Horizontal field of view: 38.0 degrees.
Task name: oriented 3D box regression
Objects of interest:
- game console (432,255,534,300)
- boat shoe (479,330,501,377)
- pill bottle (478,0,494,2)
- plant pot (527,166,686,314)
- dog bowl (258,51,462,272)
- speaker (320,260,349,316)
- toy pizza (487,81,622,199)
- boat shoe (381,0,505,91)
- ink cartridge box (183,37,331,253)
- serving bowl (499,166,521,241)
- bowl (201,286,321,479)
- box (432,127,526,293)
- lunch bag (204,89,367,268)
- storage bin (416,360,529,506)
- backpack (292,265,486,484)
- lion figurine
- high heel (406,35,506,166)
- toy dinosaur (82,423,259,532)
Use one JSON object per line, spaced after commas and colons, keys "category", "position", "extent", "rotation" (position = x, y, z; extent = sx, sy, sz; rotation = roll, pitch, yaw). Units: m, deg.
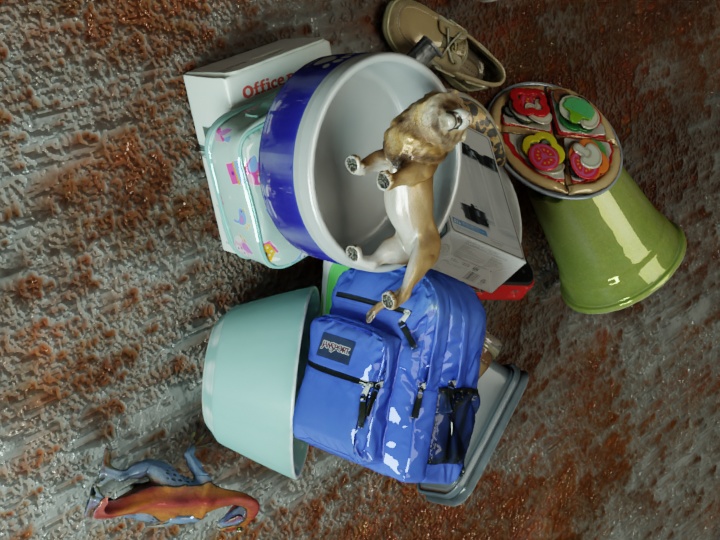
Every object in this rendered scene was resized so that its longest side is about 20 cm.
{"category": "game console", "position": [0.109, -0.046, 1.221], "extent": [0.199, 0.031, 0.178], "rotation": [3, 53, -45]}
{"category": "boat shoe", "position": [0.095, 0.113, 1.200], "extent": [0.075, 0.200, 0.072], "rotation": [29, 71, -2]}
{"category": "pill bottle", "position": [0.112, -0.409, 1.237], "extent": [0.199, 0.108, 0.110], "rotation": [34, 76, -44]}
{"category": "plant pot", "position": [0.336, -0.073, 1.501], "extent": [0.201, 0.199, 0.185], "rotation": [-50, 118, -25]}
{"category": "dog bowl", "position": [0.002, -0.103, 0.990], "extent": [0.199, 0.078, 0.203], "rotation": [-11, 106, -42]}
{"category": "speaker", "position": [-0.003, 0.058, 1.156], "extent": [0.088, 0.088, 0.203], "rotation": [-6, 105, -44]}
{"category": "toy pizza", "position": [0.264, -0.181, 1.401], "extent": [0.200, 0.200, 0.032], "rotation": [-36, 164, -33]}
{"category": "boat shoe", "position": [0.106, -0.277, 1.291], "extent": [0.199, 0.065, 0.073], "rotation": [24, 82, -45]}
{"category": "ink cartridge box", "position": [-0.091, -0.132, 1.115], "extent": [0.146, 0.083, 0.202], "rotation": [-28, 118, -37]}
{"category": "serving bowl", "position": [0.118, -0.070, 1.333], "extent": [0.199, 0.065, 0.203], "rotation": [13, 70, -38]}
{"category": "bowl", "position": [-0.105, 0.114, 1.109], "extent": [0.201, 0.104, 0.204], "rotation": [4, 90, -86]}
{"category": "box", "position": [0.106, -0.084, 1.177], "extent": [0.116, 0.060, 0.202], "rotation": [21, 42, -30]}
{"category": "lunch bag", "position": [-0.054, -0.109, 1.044], "extent": [0.199, 0.077, 0.162], "rotation": [-32, 119, -34]}
{"category": "storage bin", "position": [0.099, 0.178, 1.357], "extent": [0.134, 0.145, 0.201], "rotation": [37, 71, -14]}
{"category": "backpack", "position": [0.032, 0.092, 1.025], "extent": [0.167, 0.161, 0.202], "rotation": [16, 88, -53]}
{"category": "lion figurine", "position": [0.046, -0.060, 0.950], "extent": [0.122, 0.072, 0.202], "rotation": [-25, 129, -46]}
{"category": "high heel", "position": [0.082, -0.164, 1.269], "extent": [0.142, 0.071, 0.200], "rotation": [-44, 117, -1]}
{"category": "toy dinosaur", "position": [-0.186, 0.245, 1.070], "extent": [0.180, 0.200, 0.106], "rotation": [17, 104, -15]}
